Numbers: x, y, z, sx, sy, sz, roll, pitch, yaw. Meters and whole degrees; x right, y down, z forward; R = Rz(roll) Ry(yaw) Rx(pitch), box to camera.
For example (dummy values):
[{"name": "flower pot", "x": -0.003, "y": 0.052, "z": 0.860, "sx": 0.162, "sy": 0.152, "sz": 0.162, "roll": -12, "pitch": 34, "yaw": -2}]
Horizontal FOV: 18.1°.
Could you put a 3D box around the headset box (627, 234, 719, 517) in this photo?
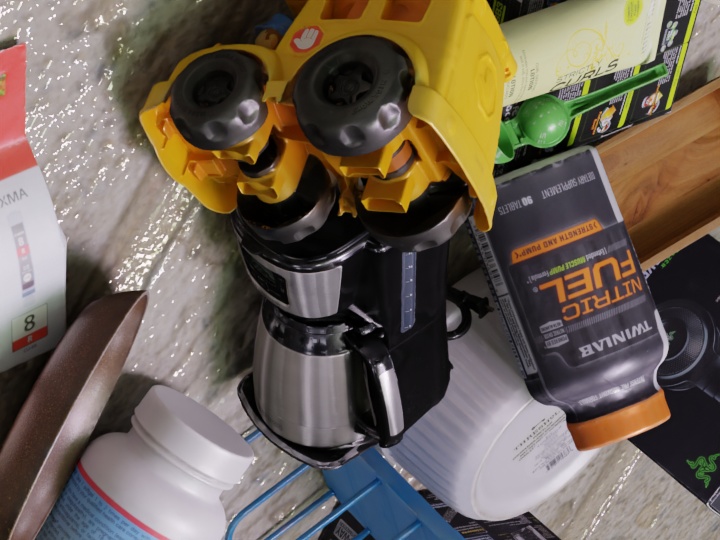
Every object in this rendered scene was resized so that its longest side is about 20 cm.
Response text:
[{"name": "headset box", "x": 0.286, "y": 0.086, "z": 1.833, "sx": 0.174, "sy": 0.200, "sz": 0.093, "roll": -50, "pitch": 147, "yaw": 2}]

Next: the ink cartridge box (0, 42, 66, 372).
[{"name": "ink cartridge box", "x": -0.239, "y": -0.012, "z": 1.265, "sx": 0.162, "sy": 0.050, "sz": 0.201, "roll": -26, "pitch": 143, "yaw": -32}]

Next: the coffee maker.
[{"name": "coffee maker", "x": 0.000, "y": 0.000, "z": 1.506, "sx": 0.192, "sy": 0.134, "sz": 0.201, "roll": -55, "pitch": 157, "yaw": -39}]

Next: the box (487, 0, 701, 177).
[{"name": "box", "x": 0.160, "y": -0.177, "z": 1.570, "sx": 0.193, "sy": 0.047, "sz": 0.201, "roll": -24, "pitch": 138, "yaw": -36}]

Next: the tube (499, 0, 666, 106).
[{"name": "tube", "x": 0.128, "y": -0.147, "z": 1.486, "sx": 0.199, "sy": 0.052, "sz": 0.058, "roll": -20, "pitch": 176, "yaw": -33}]

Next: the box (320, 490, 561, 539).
[{"name": "box", "x": 0.088, "y": 0.237, "z": 1.789, "sx": 0.200, "sy": 0.158, "sz": 0.050, "roll": -2, "pitch": 124, "yaw": -49}]

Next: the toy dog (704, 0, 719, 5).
[{"name": "toy dog", "x": 0.266, "y": -0.265, "z": 1.464, "sx": 0.194, "sy": 0.139, "sz": 0.201, "roll": -39, "pitch": 146, "yaw": -62}]

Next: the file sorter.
[{"name": "file sorter", "x": -0.012, "y": 0.210, "z": 1.609, "sx": 0.123, "sy": 0.200, "sz": 0.139, "roll": -36, "pitch": 144, "yaw": -15}]

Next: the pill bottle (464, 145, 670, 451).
[{"name": "pill bottle", "x": 0.149, "y": 0.022, "z": 1.579, "sx": 0.106, "sy": 0.201, "sz": 0.106, "roll": -21, "pitch": 180, "yaw": 0}]

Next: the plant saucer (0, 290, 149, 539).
[{"name": "plant saucer", "x": -0.186, "y": 0.095, "z": 1.371, "sx": 0.201, "sy": 0.032, "sz": 0.200, "roll": -62, "pitch": 180, "yaw": 0}]

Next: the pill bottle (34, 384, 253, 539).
[{"name": "pill bottle", "x": -0.159, "y": 0.180, "z": 1.488, "sx": 0.200, "sy": 0.109, "sz": 0.109, "roll": -55, "pitch": 146, "yaw": 7}]

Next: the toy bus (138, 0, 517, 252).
[{"name": "toy bus", "x": -0.008, "y": -0.125, "z": 1.347, "sx": 0.136, "sy": 0.199, "sz": 0.193, "roll": 53, "pitch": 45, "yaw": -53}]

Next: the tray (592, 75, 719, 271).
[{"name": "tray", "x": 0.225, "y": -0.065, "z": 1.712, "sx": 0.200, "sy": 0.099, "sz": 0.037, "roll": -29, "pitch": -177, "yaw": -28}]

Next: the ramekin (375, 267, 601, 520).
[{"name": "ramekin", "x": 0.112, "y": 0.095, "z": 1.712, "sx": 0.200, "sy": 0.105, "sz": 0.201, "roll": -31, "pitch": 146, "yaw": -23}]

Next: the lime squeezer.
[{"name": "lime squeezer", "x": 0.116, "y": -0.105, "z": 1.511, "sx": 0.199, "sy": 0.038, "sz": 0.071, "roll": -19, "pitch": 156, "yaw": -37}]
